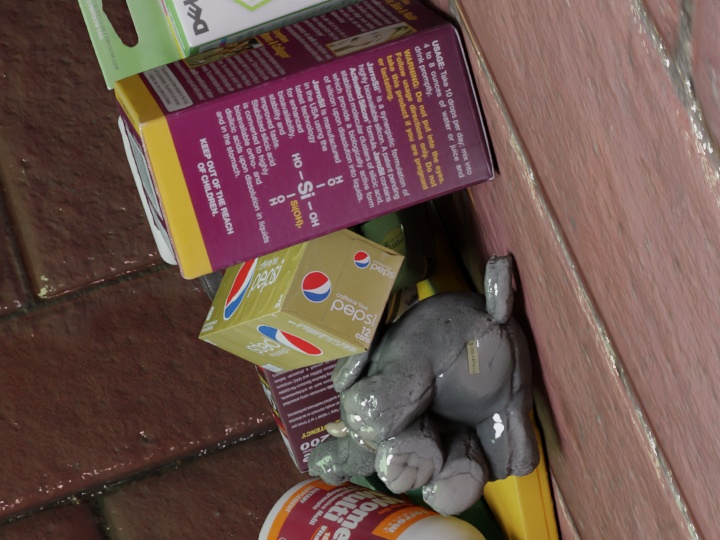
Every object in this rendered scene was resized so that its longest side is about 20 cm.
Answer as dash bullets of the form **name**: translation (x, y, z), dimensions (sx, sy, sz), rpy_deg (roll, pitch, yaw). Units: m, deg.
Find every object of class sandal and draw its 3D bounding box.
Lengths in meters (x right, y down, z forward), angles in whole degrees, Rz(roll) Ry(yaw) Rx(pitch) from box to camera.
- **sandal**: translation (0.000, 0.000, 1.833), dimensions (0.082, 0.054, 0.200), rpy_deg (71, 159, 6)

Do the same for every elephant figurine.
- **elephant figurine**: translation (0.030, 0.068, 1.682), dimensions (0.142, 0.155, 0.200), rpy_deg (62, 171, -18)

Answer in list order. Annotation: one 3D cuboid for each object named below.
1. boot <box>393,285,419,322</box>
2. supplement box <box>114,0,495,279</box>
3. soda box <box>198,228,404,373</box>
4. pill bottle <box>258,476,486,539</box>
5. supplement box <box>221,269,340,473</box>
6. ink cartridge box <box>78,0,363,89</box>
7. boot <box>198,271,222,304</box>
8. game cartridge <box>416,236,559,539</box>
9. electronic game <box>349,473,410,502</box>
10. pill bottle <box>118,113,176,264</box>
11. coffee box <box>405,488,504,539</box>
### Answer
- **boot**: translation (-0.025, -0.018, 1.998), dimensions (0.144, 0.072, 0.200), rpy_deg (50, 160, -4)
- **supplement box**: translation (-0.037, -0.085, 1.569), dimensions (0.131, 0.199, 0.104), rpy_deg (-126, 19, -71)
- **soda box**: translation (-0.041, 0.018, 1.670), dimensions (0.068, 0.064, 0.200), rpy_deg (-68, 15, -13)
- **pill bottle**: translation (0.027, 0.217, 1.820), dimensions (0.199, 0.109, 0.110), rpy_deg (13, 127, 48)
- **supplement box**: translation (-0.057, 0.039, 1.915), dimensions (0.109, 0.061, 0.201), rpy_deg (-138, 27, -80)
- **ink cartridge box**: translation (-0.083, -0.199, 1.649), dimensions (0.059, 0.199, 0.104), rpy_deg (123, 127, -82)
- **boot**: translation (-0.071, -0.061, 2.043), dimensions (0.069, 0.173, 0.201), rpy_deg (-91, -12, -56)
- **game cartridge**: translation (0.091, 0.101, 1.813), dimensions (0.200, 0.032, 0.177), rpy_deg (-118, 12, -47)
- **electronic game**: translation (0.054, 0.187, 2.023), dimensions (0.200, 0.042, 0.200), rpy_deg (46, -172, -8)
- **pill bottle**: translation (-0.050, -0.083, 1.699), dimensions (0.109, 0.199, 0.109), rpy_deg (161, 90, -84)
- **coffee box**: translation (0.046, 0.125, 1.946), dimensions (0.123, 0.044, 0.200), rpy_deg (54, -173, -21)
